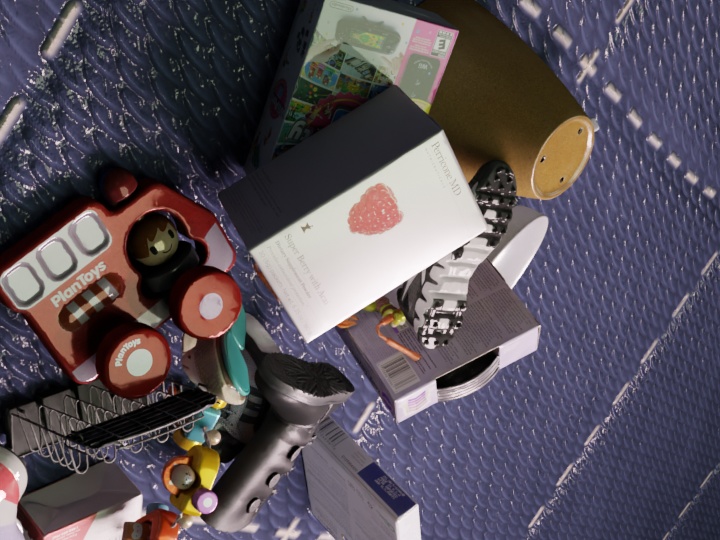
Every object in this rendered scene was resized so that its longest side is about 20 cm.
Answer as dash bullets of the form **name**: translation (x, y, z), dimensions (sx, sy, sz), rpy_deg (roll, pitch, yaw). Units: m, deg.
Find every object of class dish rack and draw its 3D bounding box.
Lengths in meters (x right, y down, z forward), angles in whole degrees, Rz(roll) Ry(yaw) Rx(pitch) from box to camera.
- **dish rack**: translation (-0.226, 0.137, 1.092), dimensions (0.153, 0.199, 0.055), rpy_deg (-20, 107, -37)

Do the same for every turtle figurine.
- **turtle figurine**: translation (0.000, 0.000, 1.275), dimensions (0.162, 0.199, 0.064), rpy_deg (-60, 176, -18)

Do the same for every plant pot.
- **plant pot**: translation (0.136, -0.161, 1.233), dimensions (0.186, 0.200, 0.187), rpy_deg (-28, 138, -30)

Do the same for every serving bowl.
- **serving bowl**: translation (0.145, -0.004, 1.476), dimensions (0.200, 0.066, 0.200), rpy_deg (-46, 163, -18)

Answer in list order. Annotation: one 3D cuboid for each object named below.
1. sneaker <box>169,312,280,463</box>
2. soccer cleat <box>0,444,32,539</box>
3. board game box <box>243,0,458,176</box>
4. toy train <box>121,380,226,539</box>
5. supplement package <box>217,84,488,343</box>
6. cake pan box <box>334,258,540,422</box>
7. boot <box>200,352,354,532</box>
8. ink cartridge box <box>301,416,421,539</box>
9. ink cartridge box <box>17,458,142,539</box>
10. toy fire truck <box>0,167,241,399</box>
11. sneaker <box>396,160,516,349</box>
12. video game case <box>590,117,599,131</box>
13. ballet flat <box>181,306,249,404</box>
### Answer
- **sneaker**: translation (-0.143, 0.142, 1.281), dimensions (0.113, 0.075, 0.201), rpy_deg (-31, 142, -32)
- **soccer cleat**: translation (-0.350, 0.246, 1.116), dimensions (0.073, 0.068, 0.201), rpy_deg (-56, 166, -46)
- **board game box**: translation (-0.010, -0.161, 1.146), dimensions (0.147, 0.064, 0.201), rpy_deg (9, 115, -28)
- **toy train**: translation (-0.192, 0.192, 1.189), dimensions (0.055, 0.150, 0.201), rpy_deg (23, 59, -29)
- **supplement package**: translation (-0.008, -0.054, 1.096), dimensions (0.199, 0.120, 0.122), rpy_deg (-32, 124, -3)
- **cake pan box**: translation (0.072, 0.049, 1.312), dimensions (0.183, 0.200, 0.052), rpy_deg (-28, 145, -13)
- **boot**: translation (-0.108, 0.184, 1.252), dimensions (0.200, 0.066, 0.165), rpy_deg (-50, 152, 11)
- **ink cartridge box**: translation (0.002, 0.293, 1.474), dimensions (0.043, 0.196, 0.201), rpy_deg (-32, 140, -23)
- **ink cartridge box**: translation (-0.298, 0.310, 1.260), dimensions (0.116, 0.067, 0.201), rpy_deg (-19, 132, -38)
- **toy fire truck**: translation (-0.212, 0.003, 1.071), dimensions (0.200, 0.112, 0.169), rpy_deg (-40, 125, -18)
- **sneaker**: translation (0.086, -0.028, 1.194), dimensions (0.066, 0.090, 0.201), rpy_deg (6, 116, -38)
- **video game case**: translation (0.168, -0.113, 1.394), dimensions (0.199, 0.018, 0.143), rpy_deg (-29, 179, -31)
- **ballet flat**: translation (-0.141, 0.081, 1.149), dimensions (0.062, 0.200, 0.068), rpy_deg (-25, 110, 5)
